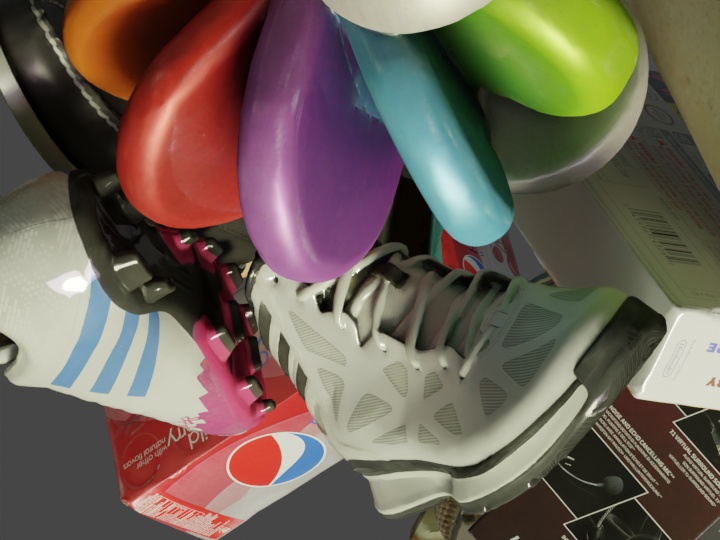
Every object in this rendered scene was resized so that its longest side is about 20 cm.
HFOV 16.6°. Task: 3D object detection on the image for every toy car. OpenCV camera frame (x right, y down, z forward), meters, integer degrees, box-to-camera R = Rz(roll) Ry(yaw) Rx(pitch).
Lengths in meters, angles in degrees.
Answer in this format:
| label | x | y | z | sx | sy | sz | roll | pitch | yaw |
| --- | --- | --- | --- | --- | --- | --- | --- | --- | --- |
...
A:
| label | x | y | z | sx | sy | sz | roll | pitch | yaw |
| --- | --- | --- | --- | --- | --- | --- | --- | --- | --- |
| toy car | -0.011 | -0.071 | 0.813 | 0.199 | 0.150 | 0.175 | 18 | 164 | 28 |

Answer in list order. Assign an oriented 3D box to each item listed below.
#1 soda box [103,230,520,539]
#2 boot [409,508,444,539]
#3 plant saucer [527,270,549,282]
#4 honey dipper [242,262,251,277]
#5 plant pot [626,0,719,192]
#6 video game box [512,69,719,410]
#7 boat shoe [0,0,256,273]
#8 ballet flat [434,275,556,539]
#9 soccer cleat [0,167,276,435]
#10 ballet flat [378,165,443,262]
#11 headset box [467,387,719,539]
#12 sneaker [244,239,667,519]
| label | x | y | z | sx | sy | sz | roll | pitch | yaw |
| --- | --- | --- | --- | --- | --- | --- | --- | --- | --- |
| soda box | -0.022 | 0.040 | 1.086 | 0.200 | 0.070 | 0.063 | -34 | 142 | 27 |
| boot | 0.065 | 0.175 | 1.321 | 0.175 | 0.066 | 0.200 | -30 | 145 | 4 |
| plant saucer | 0.125 | 0.070 | 1.163 | 0.199 | 0.036 | 0.201 | -13 | 134 | -14 |
| honey dipper | -0.038 | -0.011 | 1.040 | 0.199 | 0.038 | 0.038 | -23 | 145 | 26 |
| plant pot | 0.179 | -0.092 | 0.858 | 0.199 | 0.184 | 0.201 | -8 | 146 | -6 |
| video game box | 0.146 | -0.013 | 0.948 | 0.181 | 0.200 | 0.047 | 7 | 120 | -26 |
| boat shoe | -0.079 | -0.056 | 0.934 | 0.060 | 0.072 | 0.201 | -25 | 151 | 11 |
| ballet flat | 0.065 | 0.058 | 1.053 | 0.067 | 0.047 | 0.200 | -11 | 146 | -15 |
| soccer cleat | -0.096 | 0.017 | 0.907 | 0.086 | 0.070 | 0.200 | -18 | 155 | 10 |
| ballet flat | 0.000 | 0.000 | 0.968 | 0.067 | 0.070 | 0.201 | 15 | 117 | 19 |
| headset box | 0.162 | 0.083 | 1.077 | 0.200 | 0.077 | 0.149 | -42 | 155 | 6 |
| sneaker | 0.017 | 0.021 | 0.854 | 0.115 | 0.076 | 0.200 | 46 | 153 | -7 |
